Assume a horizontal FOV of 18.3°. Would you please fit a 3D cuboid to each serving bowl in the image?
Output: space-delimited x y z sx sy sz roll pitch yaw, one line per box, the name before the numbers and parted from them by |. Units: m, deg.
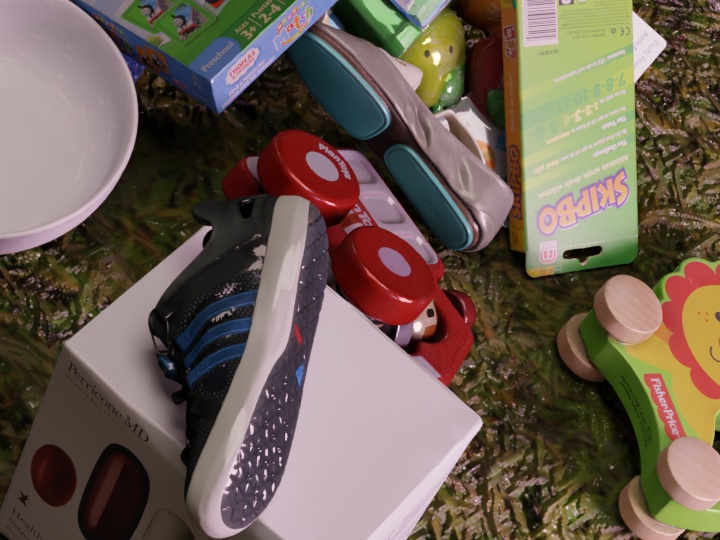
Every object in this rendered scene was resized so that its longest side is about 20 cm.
serving bowl | -0.243 -0.089 1.408 0.199 0.066 0.201 6 59 -11

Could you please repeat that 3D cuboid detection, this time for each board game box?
board game box | 0.145 -0.100 1.542 0.095 0.030 0.201 -8 99 -27
board game box | -0.117 -0.204 1.463 0.200 0.037 0.151 32 65 27

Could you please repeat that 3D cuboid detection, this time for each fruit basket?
fruit basket | 0.088 -0.162 1.564 0.200 0.094 0.185 41 78 4

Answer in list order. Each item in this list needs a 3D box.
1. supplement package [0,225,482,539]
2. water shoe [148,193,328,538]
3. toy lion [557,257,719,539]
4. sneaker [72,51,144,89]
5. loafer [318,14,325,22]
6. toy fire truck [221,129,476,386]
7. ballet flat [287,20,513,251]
supplement package | -0.073 0.116 1.246 0.191 0.200 0.147 40 50 10
water shoe | -0.071 0.048 1.136 0.078 0.072 0.201 4 51 15
toy lion | 0.241 0.080 1.498 0.191 0.069 0.201 2 55 -30
sneaker | -0.171 -0.194 1.529 0.078 0.070 0.201 16 49 5
loafer | -0.064 -0.217 1.570 0.068 0.076 0.200 55 17 -30
toy fire truck | 0.000 0.000 1.432 0.168 0.112 0.200 -6 53 -51
ballet flat | 0.029 -0.101 1.503 0.200 0.067 0.064 50 59 -12
